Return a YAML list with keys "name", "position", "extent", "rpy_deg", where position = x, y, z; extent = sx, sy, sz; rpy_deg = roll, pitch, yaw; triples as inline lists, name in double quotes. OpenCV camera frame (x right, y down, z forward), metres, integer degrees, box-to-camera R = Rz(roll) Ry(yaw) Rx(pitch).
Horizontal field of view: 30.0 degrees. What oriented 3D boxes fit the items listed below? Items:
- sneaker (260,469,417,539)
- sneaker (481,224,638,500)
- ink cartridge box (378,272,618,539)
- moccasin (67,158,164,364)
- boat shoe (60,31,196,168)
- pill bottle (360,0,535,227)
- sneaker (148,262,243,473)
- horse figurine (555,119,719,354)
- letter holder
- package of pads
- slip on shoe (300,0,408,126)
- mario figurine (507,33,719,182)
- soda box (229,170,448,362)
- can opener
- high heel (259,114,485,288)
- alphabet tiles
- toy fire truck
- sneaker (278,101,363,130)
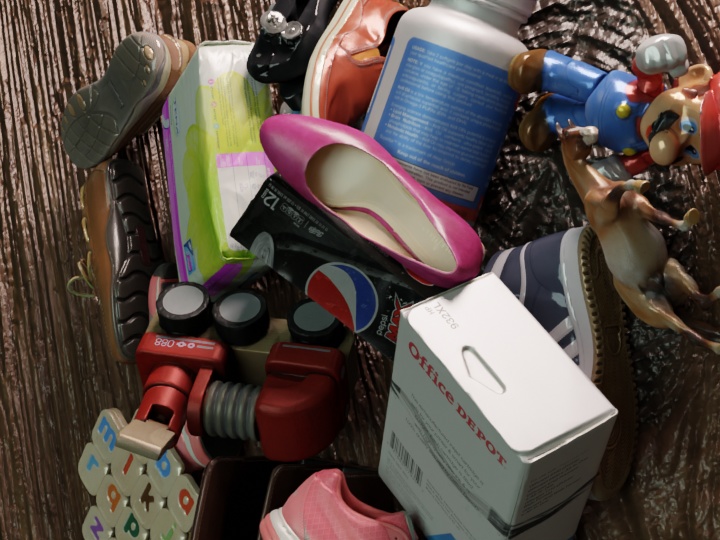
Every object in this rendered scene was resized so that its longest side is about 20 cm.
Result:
- name: "sneaker"
  position: [0.022, 0.227, 0.996]
  extent: [0.200, 0.074, 0.087]
  rpy_deg: [39, 92, 8]
- name: "sneaker"
  position: [0.142, 0.071, 1.008]
  extent: [0.108, 0.070, 0.200]
  rpy_deg: [-9, 81, 39]
- name: "ink cartridge box"
  position: [0.091, 0.124, 0.963]
  extent: [0.145, 0.084, 0.200]
  rpy_deg: [51, 152, 32]
- name: "moccasin"
  position: [-0.236, -0.006, 1.293]
  extent: [0.078, 0.074, 0.202]
  rpy_deg: [-28, 71, 40]
- name: "boat shoe"
  position: [-0.223, -0.161, 1.305]
  extent: [0.200, 0.072, 0.076]
  rpy_deg: [-33, 78, 43]
- name: "pill bottle"
  position: [0.069, -0.140, 1.059]
  extent: [0.112, 0.112, 0.200]
  rpy_deg: [26, 101, 36]
- name: "sneaker"
  position: [-0.174, 0.092, 1.235]
  extent: [0.087, 0.074, 0.200]
  rpy_deg: [-25, 69, 35]
- name: "horse figurine"
  position: [0.205, -0.011, 0.937]
  extent: [0.050, 0.200, 0.133]
  rpy_deg: [-38, 18, -11]
- name: "letter holder"
  position: [-0.062, 0.256, 1.089]
  extent: [0.100, 0.142, 0.200]
  rpy_deg: [5, 87, 37]
- name: "package of pads"
  position: [-0.122, -0.085, 1.182]
  extent: [0.154, 0.068, 0.200]
  rpy_deg: [145, 120, -64]
- name: "slip on shoe"
  position: [-0.005, -0.158, 1.097]
  extent: [0.061, 0.074, 0.200]
  rpy_deg: [13, 50, 12]
- name: "mario figurine"
  position: [0.192, -0.107, 0.965]
  extent: [0.200, 0.123, 0.106]
  rpy_deg: [15, 81, 41]
- name: "soda box"
  position: [0.000, 0.000, 1.061]
  extent: [0.200, 0.071, 0.063]
  rpy_deg: [37, 116, 1]
- name: "can opener"
  position: [-0.040, -0.237, 1.154]
  extent: [0.063, 0.079, 0.200]
  rpy_deg: [16, 69, 14]
- name: "high heel"
  position: [0.002, -0.053, 0.973]
  extent: [0.200, 0.096, 0.067]
  rpy_deg: [39, 101, 7]
- name: "alphabet tiles"
  position: [-0.202, 0.229, 1.247]
  extent: [0.200, 0.015, 0.196]
  rpy_deg: [52, 132, 29]
- name: "toy fire truck"
  position: [-0.108, 0.105, 1.067]
  extent: [0.176, 0.129, 0.200]
  rpy_deg: [7, 45, 12]
- name: "sneaker"
  position: [-0.012, -0.068, 1.138]
  extent: [0.087, 0.075, 0.200]
  rpy_deg: [-18, 74, 27]
